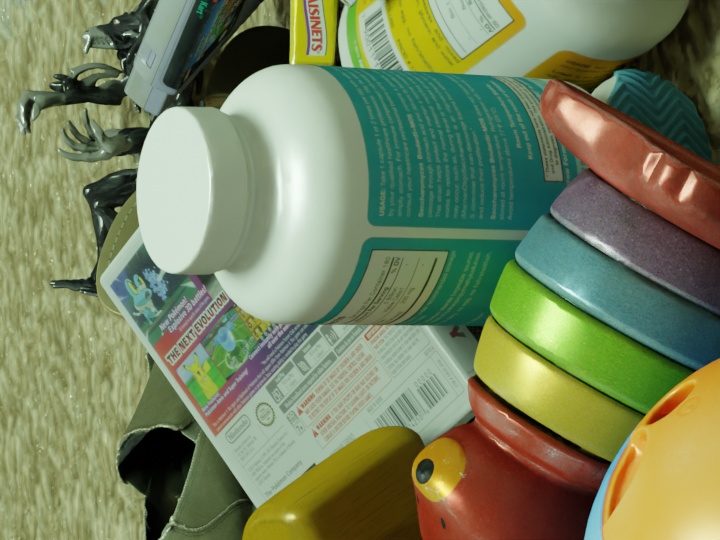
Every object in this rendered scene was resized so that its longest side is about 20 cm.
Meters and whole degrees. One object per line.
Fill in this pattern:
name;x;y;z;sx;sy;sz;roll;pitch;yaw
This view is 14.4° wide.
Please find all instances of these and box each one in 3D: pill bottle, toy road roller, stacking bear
pill bottle;0.085;-0.136;1.327;0.200;0.111;0.111;-34;60;51
toy road roller;-0.008;0.151;1.310;0.200;0.123;0.146;-6;111;53
stacking bear;0.090;0.043;1.166;0.200;0.114;0.121;-60;35;8
pill bottle;0.008;-0.032;1.220;0.111;0.200;0.111;-5;84;59

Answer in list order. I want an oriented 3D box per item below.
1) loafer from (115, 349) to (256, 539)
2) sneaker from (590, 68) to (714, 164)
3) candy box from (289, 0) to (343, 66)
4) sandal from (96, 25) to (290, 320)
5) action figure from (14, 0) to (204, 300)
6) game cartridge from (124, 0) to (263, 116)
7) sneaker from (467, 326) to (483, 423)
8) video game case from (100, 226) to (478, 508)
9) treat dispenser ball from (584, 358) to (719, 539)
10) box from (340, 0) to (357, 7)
loafer;-0.091;0.084;1.521;0.075;0.070;0.200;-52;34;32
sneaker;0.113;0.007;1.308;0.081;0.076;0.200;0;86;58
candy box;-0.021;-0.141;1.475;0.200;0.026;0.102;79;-170;-86
sandal;-0.077;-0.035;1.568;0.070;0.078;0.212;84;-155;-53
action figure;-0.146;-0.082;1.693;0.119;0.102;0.200;-157;71;-67
game cartridge;-0.061;-0.173;1.510;0.130;0.038;0.200;-56;-1;-33
sneaker;0.067;0.114;1.362;0.075;0.082;0.200;-45;54;47
video game case;-0.033;0.028;1.364;0.182;0.023;0.200;54;142;9
treat dispenser ball;0.183;0.121;1.075;0.201;0.201;0.201;-6;82;57
box;0.064;-0.227;1.322;0.200;0.041;0.156;-41;14;36
